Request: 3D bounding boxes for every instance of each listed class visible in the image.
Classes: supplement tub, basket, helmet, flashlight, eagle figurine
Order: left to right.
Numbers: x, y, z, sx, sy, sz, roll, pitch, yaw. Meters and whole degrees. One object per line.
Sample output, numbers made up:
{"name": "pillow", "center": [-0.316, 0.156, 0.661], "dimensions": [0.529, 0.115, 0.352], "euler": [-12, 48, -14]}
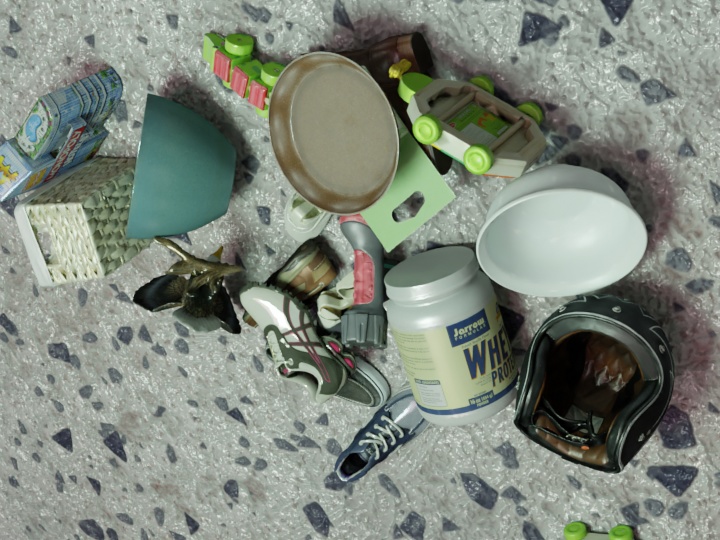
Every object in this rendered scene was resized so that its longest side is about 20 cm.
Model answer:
{"name": "basket", "center": [-0.390, -0.075, 1.773], "dimensions": [0.123, 0.200, 0.136], "euler": [-1, 115, 28]}
{"name": "eagle figurine", "center": [-0.234, 0.031, 1.729], "dimensions": [0.152, 0.150, 0.200], "euler": [56, 151, 10]}
{"name": "flashlight", "center": [0.000, 0.000, 1.575], "dimensions": [0.067, 0.068, 0.201], "euler": [-3, 74, 22]}
{"name": "supplement tub", "center": [0.118, 0.084, 1.563], "dimensions": [0.144, 0.145, 0.201], "euler": [-5, 113, 35]}
{"name": "helmet", "center": [0.286, 0.129, 1.449], "dimensions": [0.199, 0.192, 0.200], "euler": [25, 165, 7]}

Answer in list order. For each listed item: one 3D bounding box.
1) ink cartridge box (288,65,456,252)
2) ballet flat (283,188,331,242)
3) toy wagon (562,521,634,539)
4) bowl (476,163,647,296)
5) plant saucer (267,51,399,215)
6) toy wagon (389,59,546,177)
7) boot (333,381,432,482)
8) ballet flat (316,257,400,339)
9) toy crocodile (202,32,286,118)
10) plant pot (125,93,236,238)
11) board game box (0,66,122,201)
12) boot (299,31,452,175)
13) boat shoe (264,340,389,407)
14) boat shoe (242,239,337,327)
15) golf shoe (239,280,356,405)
{"name": "ink cartridge box", "center": [0.008, -0.132, 1.496], "dimensions": [0.145, 0.048, 0.201], "euler": [-39, 82, 41]}
{"name": "ballet flat", "center": [-0.063, -0.102, 1.629], "dimensions": [0.069, 0.069, 0.200], "euler": [43, 131, 5]}
{"name": "toy wagon", "center": [0.327, 0.430, 1.692], "dimensions": [0.199, 0.040, 0.156], "euler": [-3, 113, 34]}
{"name": "bowl", "center": [0.234, -0.061, 1.416], "dimensions": [0.200, 0.091, 0.202], "euler": [2, 144, 1]}
{"name": "plant saucer", "center": [-0.028, -0.168, 1.457], "dimensions": [0.199, 0.032, 0.202], "euler": [16, 118, 34]}
{"name": "toy wagon", "center": [0.118, -0.180, 1.397], "dimensions": [0.199, 0.155, 0.040], "euler": [32, 128, 15]}
{"name": "boot", "center": [0.040, 0.239, 1.737], "dimensions": [0.073, 0.090, 0.200], "euler": [43, 131, 5]}
{"name": "ballet flat", "center": [-0.017, 0.039, 1.673], "dimensions": [0.200, 0.073, 0.073], "euler": [-37, 93, 38]}
{"name": "toy crocodile", "center": [-0.149, -0.256, 1.583], "dimensions": [0.200, 0.062, 0.068], "euler": [41, 135, 30]}
{"name": "plant pot", "center": [-0.246, -0.135, 1.670], "dimensions": [0.134, 0.201, 0.201], "euler": [9, 127, -11]}
{"name": "board game box", "center": [-0.452, -0.186, 1.747], "dimensions": [0.062, 0.200, 0.200], "euler": [48, 131, 1]}
{"name": "boot", "center": [0.012, -0.200, 1.527], "dimensions": [0.199, 0.064, 0.188], "euler": [-7, 104, 35]}
{"name": "boat shoe", "center": [-0.055, 0.153, 1.750], "dimensions": [0.199, 0.071, 0.072], "euler": [28, 129, 2]}
{"name": "boat shoe", "center": [-0.102, 0.035, 1.727], "dimensions": [0.074, 0.076, 0.200], "euler": [40, 138, -7]}
{"name": "golf shoe", "center": [-0.097, 0.097, 1.664], "dimensions": [0.200, 0.088, 0.077], "euler": [41, 145, -4]}
